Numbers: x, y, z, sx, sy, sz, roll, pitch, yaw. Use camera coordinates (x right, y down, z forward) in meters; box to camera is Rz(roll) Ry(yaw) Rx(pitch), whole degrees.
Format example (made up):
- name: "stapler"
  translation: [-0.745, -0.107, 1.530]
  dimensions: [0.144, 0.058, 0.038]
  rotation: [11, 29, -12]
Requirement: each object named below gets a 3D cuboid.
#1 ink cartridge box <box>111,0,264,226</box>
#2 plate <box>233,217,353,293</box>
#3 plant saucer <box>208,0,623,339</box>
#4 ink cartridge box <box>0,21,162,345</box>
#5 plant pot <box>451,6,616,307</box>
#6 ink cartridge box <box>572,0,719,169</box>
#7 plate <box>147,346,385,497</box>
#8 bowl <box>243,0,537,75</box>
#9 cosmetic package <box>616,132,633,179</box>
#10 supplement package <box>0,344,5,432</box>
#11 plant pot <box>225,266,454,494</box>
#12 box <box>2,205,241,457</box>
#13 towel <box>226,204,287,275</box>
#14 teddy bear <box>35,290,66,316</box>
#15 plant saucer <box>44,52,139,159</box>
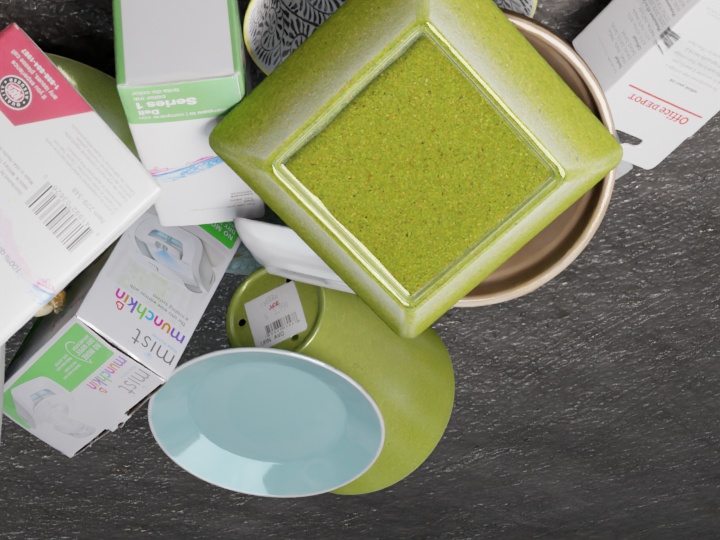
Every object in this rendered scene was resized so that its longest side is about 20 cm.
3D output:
- name: "ink cartridge box"
  translation: [-0.120, -0.141, 1.048]
  dimensions: [0.083, 0.147, 0.201]
  rotation: [-6, 155, -2]
- name: "plate"
  translation: [0.000, 0.000, 1.146]
  dimensions: [0.197, 0.033, 0.200]
  rotation: [13, 177, -1]
- name: "plant saucer"
  translation: [0.035, -0.071, 0.944]
  dimensions: [0.200, 0.048, 0.200]
  rotation: [-41, 106, 18]
- name: "ink cartridge box"
  translation: [-0.248, -0.039, 0.976]
  dimensions: [0.200, 0.148, 0.086]
  rotation: [-42, -172, -4]
- name: "plant pot"
  translation: [0.071, -0.086, 1.016]
  dimensions: [0.198, 0.093, 0.204]
  rotation: [1, 111, 2]
- name: "ink cartridge box"
  translation: [0.245, -0.176, 1.134]
  dimensions: [0.115, 0.067, 0.200]
  rotation: [15, 133, -40]
- name: "plate"
  translation: [-0.077, 0.122, 1.236]
  dimensions: [0.197, 0.026, 0.202]
  rotation: [4, 137, 3]
- name: "bowl"
  translation: [0.015, -0.208, 1.012]
  dimensions: [0.198, 0.095, 0.201]
  rotation: [-6, 155, -3]
- name: "cosmetic package"
  translation: [0.117, -0.080, 1.249]
  dimensions: [0.199, 0.082, 0.113]
  rotation: [-34, 155, 8]
- name: "supplement package"
  translation: [-0.330, 0.085, 1.121]
  dimensions: [0.119, 0.121, 0.201]
  rotation: [5, 143, -12]
- name: "plant pot"
  translation: [-0.034, 0.076, 1.312]
  dimensions: [0.185, 0.189, 0.200]
  rotation: [-16, 150, 15]
- name: "box"
  translation: [-0.203, 0.038, 1.257]
  dimensions: [0.096, 0.178, 0.200]
  rotation: [37, 142, -15]
- name: "towel"
  translation: [-0.124, -0.052, 1.348]
  dimensions: [0.198, 0.049, 0.171]
  rotation: [10, 148, -34]
- name: "teddy bear"
  translation: [-0.298, -0.042, 1.153]
  dimensions: [0.067, 0.201, 0.145]
  rotation: [-43, -160, -9]
- name: "plant saucer"
  translation: [-0.257, -0.107, 1.167]
  dimensions: [0.197, 0.031, 0.201]
  rotation: [3, 155, 1]
